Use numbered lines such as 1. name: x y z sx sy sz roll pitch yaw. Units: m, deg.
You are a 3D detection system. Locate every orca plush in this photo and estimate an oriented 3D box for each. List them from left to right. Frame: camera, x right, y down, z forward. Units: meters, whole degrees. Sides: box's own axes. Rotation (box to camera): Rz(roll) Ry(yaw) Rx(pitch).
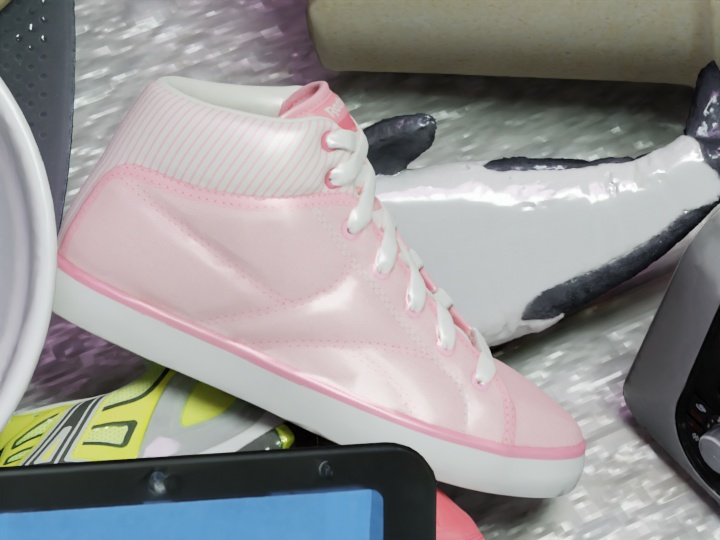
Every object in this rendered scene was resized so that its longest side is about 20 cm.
1. orca plush: 0.044 -0.021 0.958 0.200 0.071 0.105 -31 101 6

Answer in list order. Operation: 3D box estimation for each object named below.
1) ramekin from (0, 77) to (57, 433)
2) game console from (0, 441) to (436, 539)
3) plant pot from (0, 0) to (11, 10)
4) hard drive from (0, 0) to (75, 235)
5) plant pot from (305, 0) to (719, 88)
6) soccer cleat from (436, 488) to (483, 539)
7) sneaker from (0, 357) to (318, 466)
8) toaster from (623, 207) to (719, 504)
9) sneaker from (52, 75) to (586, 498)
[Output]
1. ramekin: -0.204 -0.002 0.858 0.200 0.105 0.201 1 87 -14
2. game console: -0.042 0.152 0.749 0.200 0.117 0.176 -2 37 -30
3. plant pot: -0.193 -0.178 0.931 0.189 0.201 0.201 42 59 4
4. hard drive: -0.176 -0.081 0.996 0.135 0.042 0.200 0 54 -7
5. plant pot: 0.068 -0.150 1.000 0.183 0.201 0.201 -5 54 4
6. soccer cleat: -0.032 0.141 0.844 0.076 0.067 0.200 45 61 11
7. sneaker: -0.108 0.092 0.870 0.200 0.076 0.076 -29 54 -36
8. toaster: 0.224 0.034 0.913 0.200 0.119 0.181 -31 64 -25
9. sneaker: 0.000 0.000 0.886 0.200 0.075 0.105 24 99 -8
